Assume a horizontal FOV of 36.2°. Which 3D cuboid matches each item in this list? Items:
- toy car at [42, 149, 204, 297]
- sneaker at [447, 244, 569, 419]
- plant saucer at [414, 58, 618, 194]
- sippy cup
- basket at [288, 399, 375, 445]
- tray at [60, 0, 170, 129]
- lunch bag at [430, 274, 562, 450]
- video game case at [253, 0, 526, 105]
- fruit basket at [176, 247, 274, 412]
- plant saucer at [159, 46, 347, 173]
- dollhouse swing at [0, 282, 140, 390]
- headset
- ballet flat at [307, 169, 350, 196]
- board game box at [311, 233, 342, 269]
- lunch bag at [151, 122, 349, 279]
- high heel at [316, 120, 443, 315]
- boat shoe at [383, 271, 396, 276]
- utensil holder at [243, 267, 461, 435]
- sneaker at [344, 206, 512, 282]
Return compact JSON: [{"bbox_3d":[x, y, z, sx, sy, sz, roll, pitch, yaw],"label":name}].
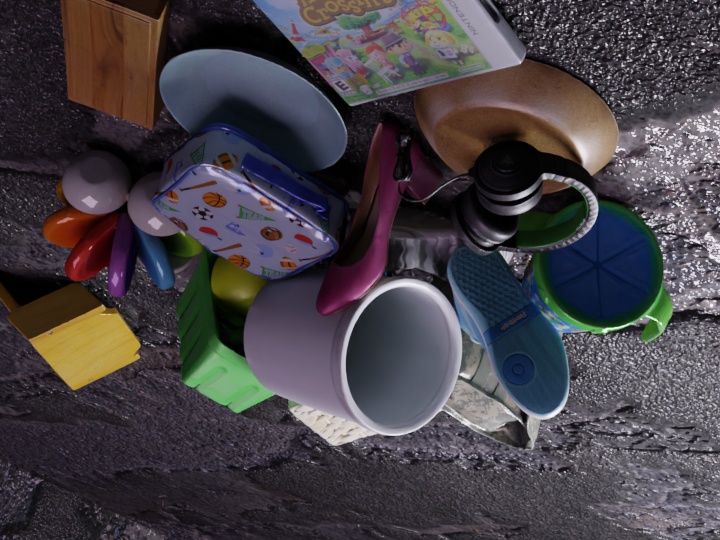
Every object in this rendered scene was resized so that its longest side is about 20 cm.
[{"bbox_3d":[-0.295,-0.042,1.365,0.199,0.150,0.175,18,154,0],"label":"toy car"},{"bbox_3d":[0.160,0.074,1.178,0.079,0.201,0.131,-23,160,-2],"label":"sneaker"},{"bbox_3d":[0.143,-0.127,1.052,0.199,0.036,0.200,15,154,8],"label":"plant saucer"},{"bbox_3d":[0.233,0.008,1.164,0.139,0.178,0.130,-21,170,-12],"label":"sippy cup"},{"bbox_3d":[0.009,0.140,1.490,0.199,0.124,0.136,-22,136,25],"label":"basket"},{"bbox_3d":[-0.249,-0.222,1.116,0.098,0.037,0.200,19,153,-3],"label":"tray"},{"bbox_3d":[0.168,0.108,1.344,0.200,0.165,0.117,33,152,-29],"label":"lunch bag"},{"bbox_3d":[0.015,-0.223,0.954,0.199,0.022,0.182,-6,143,41],"label":"video game case"},{"bbox_3d":[-0.137,0.042,1.367,0.155,0.216,0.215,35,149,-31],"label":"fruit basket"},{"bbox_3d":[-0.104,-0.171,1.119,0.200,0.039,0.201,15,154,8],"label":"plant saucer"},{"bbox_3d":[-0.497,0.072,1.848,0.181,0.176,0.200,-26,150,-6],"label":"dollhouse swing"},{"bbox_3d":[0.127,-0.081,1.048,0.199,0.094,0.124,11,144,-13],"label":"headset"},{"bbox_3d":[-0.098,-0.085,1.273,0.199,0.047,0.067,-1,149,34],"label":"ballet flat"},{"bbox_3d":[-0.090,-0.010,1.433,0.135,0.028,0.200,16,154,6],"label":"board game box"},{"bbox_3d":[-0.113,-0.071,1.192,0.200,0.076,0.160,30,146,-25],"label":"lunch bag"},{"bbox_3d":[-0.004,-0.053,1.125,0.096,0.200,0.067,39,171,-34],"label":"high heel"},{"bbox_3d":[0.000,0.000,1.360,0.084,0.069,0.200,34,158,-3],"label":"boat shoe"},{"bbox_3d":[-0.014,0.081,1.237,0.170,0.170,0.200,38,163,-35],"label":"utensil holder"},{"bbox_3d":[0.078,-0.042,1.231,0.199,0.082,0.075,8,132,-17],"label":"sneaker"}]
